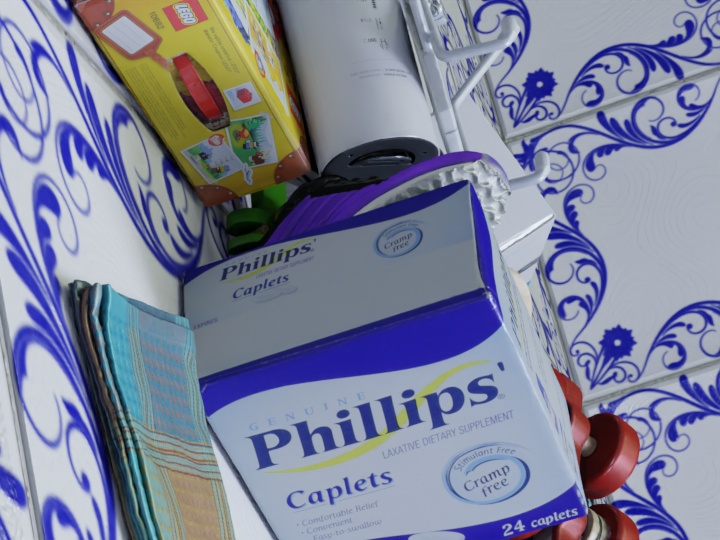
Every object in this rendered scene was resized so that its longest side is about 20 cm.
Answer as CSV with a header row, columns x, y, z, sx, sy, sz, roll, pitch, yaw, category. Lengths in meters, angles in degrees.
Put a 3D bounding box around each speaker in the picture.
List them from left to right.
x,y,z,sx,sy,sz,roll,pitch,yaw,category
-0.008,-0.153,1.366,0.081,0.081,0.201,49,25,-66,speaker

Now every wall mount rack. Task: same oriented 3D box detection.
x,y,z,sx,sy,sz,roll,pitch,yaw,category
0.074,-0.148,1.384,0.174,0.074,0.200,-102,175,-48,wall mount rack

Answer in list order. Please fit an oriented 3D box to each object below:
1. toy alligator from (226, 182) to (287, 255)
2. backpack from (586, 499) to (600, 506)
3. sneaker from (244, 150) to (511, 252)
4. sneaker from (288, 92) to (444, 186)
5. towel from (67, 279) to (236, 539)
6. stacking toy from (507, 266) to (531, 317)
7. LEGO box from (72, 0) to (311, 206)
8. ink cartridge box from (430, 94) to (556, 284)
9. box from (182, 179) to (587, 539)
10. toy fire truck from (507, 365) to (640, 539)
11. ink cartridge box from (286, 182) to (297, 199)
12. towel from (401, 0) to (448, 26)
x,y,z,sx,sy,sz,roll,pitch,yaw,category
-0.049,0.024,1.365,0.054,0.059,0.201,-9,78,-39,toy alligator
0.128,0.222,1.749,0.200,0.166,0.127,62,32,-57,backpack
-0.002,-0.031,1.285,0.070,0.200,0.100,42,26,-35,sneaker
-0.034,-0.104,1.435,0.200,0.073,0.112,18,-31,48,sneaker
-0.091,0.109,1.055,0.147,0.022,0.201,37,36,-73,towel
0.013,0.008,1.381,0.200,0.085,0.085,25,-24,37,stacking toy
-0.107,-0.162,1.298,0.200,0.077,0.149,60,15,-51,LEGO box
0.094,-0.048,1.932,0.147,0.086,0.200,56,-16,15,ink cartridge box
0.016,0.073,1.240,0.105,0.183,0.200,-95,163,-49,box
0.112,0.173,1.582,0.112,0.168,0.200,36,43,-30,toy fire truck
0.000,0.000,1.484,0.068,0.116,0.200,60,15,-49,ink cartridge box
-0.037,-0.262,1.628,0.086,0.165,0.201,6,65,-73,towel
